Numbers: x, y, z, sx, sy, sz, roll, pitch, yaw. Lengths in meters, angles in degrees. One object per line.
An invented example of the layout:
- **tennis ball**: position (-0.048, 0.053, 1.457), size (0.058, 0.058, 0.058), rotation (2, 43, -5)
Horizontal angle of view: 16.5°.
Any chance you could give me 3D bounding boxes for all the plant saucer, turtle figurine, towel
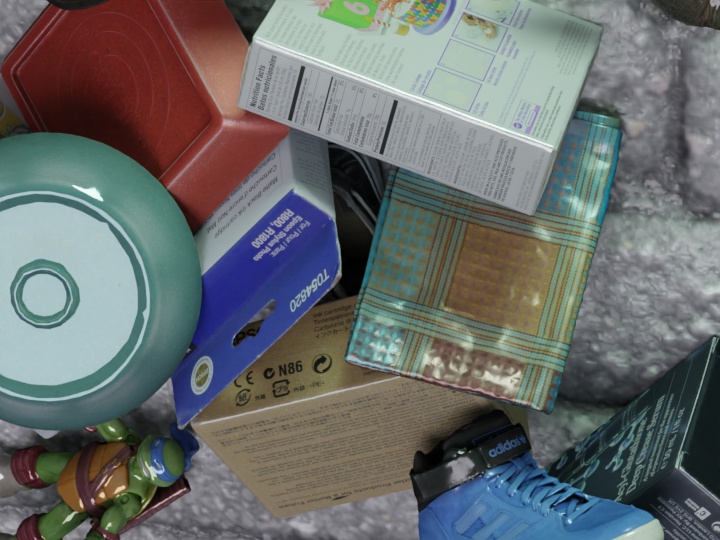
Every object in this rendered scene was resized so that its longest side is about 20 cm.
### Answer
- **plant saucer**: position (-0.156, -0.117, 1.649), size (0.200, 0.037, 0.200), rotation (-43, 69, 37)
- **turtle figurine**: position (-0.239, 0.161, 1.869), size (0.193, 0.200, 0.145), rotation (-24, 99, 41)
- **plant saucer**: position (-0.203, 0.012, 1.612), size (0.198, 0.036, 0.202), rotation (0, 104, 1)
- **towel**: position (0.080, -0.020, 1.620), size (0.146, 0.201, 0.022), rotation (13, 170, 10)

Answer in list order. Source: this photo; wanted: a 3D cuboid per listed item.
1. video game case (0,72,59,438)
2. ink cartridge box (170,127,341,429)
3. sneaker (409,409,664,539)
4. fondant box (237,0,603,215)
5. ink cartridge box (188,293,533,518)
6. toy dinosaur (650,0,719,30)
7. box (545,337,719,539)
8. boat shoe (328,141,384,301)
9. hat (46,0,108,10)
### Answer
- **video game case**: position (-0.230, -0.014, 1.713), size (0.182, 0.200, 0.023), rotation (43, 141, -13)
- **ink cartridge box**: position (-0.090, -0.028, 1.657), size (0.040, 0.201, 0.200), rotation (20, 134, -31)
- **sneaker**: position (0.107, 0.147, 1.635), size (0.199, 0.076, 0.112), rotation (-13, 93, 51)
- **fondant box**: position (0.040, -0.128, 1.567), size (0.199, 0.145, 0.058), rotation (21, 130, 4)
- **ink cartridge box**: position (0.001, 0.090, 1.722), size (0.199, 0.076, 0.165), rotation (-14, 148, 14)
- **toy dinosaur**: position (0.194, -0.198, 1.520), size (0.199, 0.077, 0.102), rotation (36, 140, -13)
- **box**: position (0.205, 0.170, 1.719), size (0.107, 0.149, 0.200), rotation (39, 127, -10)
- **boat shoe**: position (0.000, 0.000, 1.717), size (0.072, 0.071, 0.201), rotation (-10, 126, 24)
- **hat**: position (-0.210, -0.266, 1.591), size (0.200, 0.081, 0.201), rotation (28, 150, 18)
